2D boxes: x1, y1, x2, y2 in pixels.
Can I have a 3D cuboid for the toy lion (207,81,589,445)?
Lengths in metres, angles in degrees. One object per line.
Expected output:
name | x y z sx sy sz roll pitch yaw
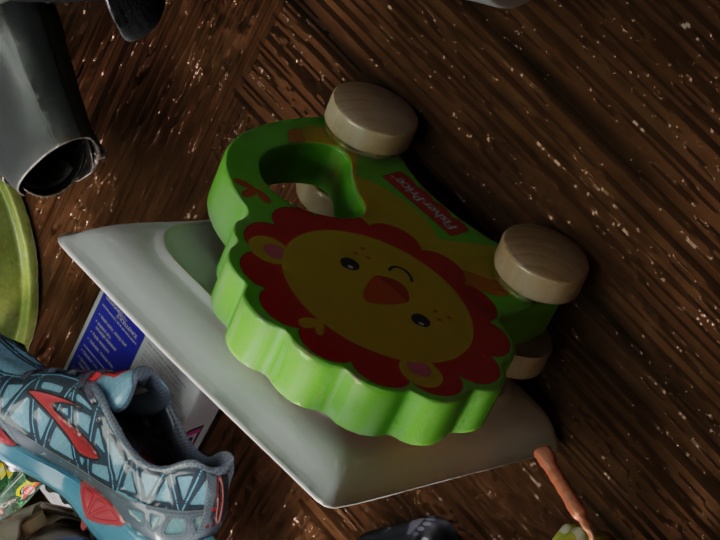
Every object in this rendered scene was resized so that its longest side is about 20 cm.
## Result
toy lion | 0.000 0.000 1.045 0.200 0.191 0.069 43 126 27

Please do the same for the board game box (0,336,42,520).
board game box | -0.264 0.144 1.363 0.200 0.023 0.105 -45 43 20

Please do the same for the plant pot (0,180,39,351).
plant pot | -0.334 0.006 1.365 0.200 0.184 0.201 15 112 40

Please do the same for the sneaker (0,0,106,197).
sneaker | -0.203 -0.076 1.258 0.106 0.075 0.200 68 159 13

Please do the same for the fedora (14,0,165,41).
fedora | -0.166 -0.212 1.141 0.091 0.201 0.201 -11 95 7

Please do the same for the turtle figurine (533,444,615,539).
turtle figurine | 0.141 0.182 1.057 0.200 0.064 0.161 43 135 15

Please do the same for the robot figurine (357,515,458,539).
robot figurine | 0.005 0.215 1.140 0.200 0.150 0.125 -21 97 57

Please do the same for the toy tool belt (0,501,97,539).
toy tool belt | -0.175 0.195 1.224 0.123 0.200 0.125 10 88 45

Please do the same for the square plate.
square plate | -0.017 0.029 1.070 0.200 0.198 0.028 43 118 26

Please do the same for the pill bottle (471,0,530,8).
pill bottle | -0.001 -0.194 1.041 0.200 0.116 0.116 22 116 32

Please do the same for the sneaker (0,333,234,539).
sneaker | -0.146 0.084 1.254 0.200 0.079 0.096 37 116 19

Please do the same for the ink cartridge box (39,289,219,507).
ink cartridge box | -0.136 0.079 1.306 0.095 0.037 0.200 48 132 23
